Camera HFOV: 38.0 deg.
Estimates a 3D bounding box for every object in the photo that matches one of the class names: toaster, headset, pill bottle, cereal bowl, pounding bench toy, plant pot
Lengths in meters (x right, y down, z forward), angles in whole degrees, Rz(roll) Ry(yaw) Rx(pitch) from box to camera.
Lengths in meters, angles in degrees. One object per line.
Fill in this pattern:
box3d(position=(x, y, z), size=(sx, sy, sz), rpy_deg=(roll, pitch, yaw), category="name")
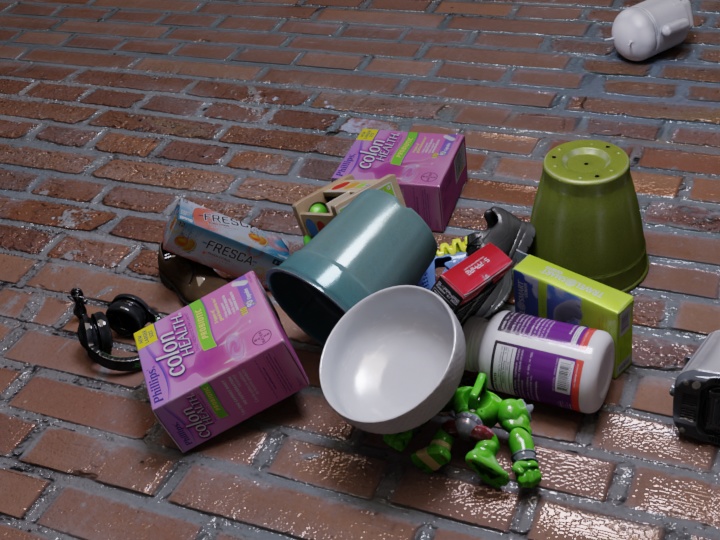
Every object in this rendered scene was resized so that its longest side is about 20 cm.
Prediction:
box3d(position=(0.503, 0.154, 1.327), size=(0.199, 0.114, 0.129), rpy_deg=(12, 38, 29), category="toaster")
box3d(position=(-0.392, 0.093, 1.650), size=(0.200, 0.094, 0.123), rpy_deg=(37, 49, 26), category="headset")
box3d(position=(0.238, 0.120, 1.428), size=(0.199, 0.113, 0.113), rpy_deg=(12, 40, 26), category="pill bottle")
box3d(position=(0.050, 0.123, 1.343), size=(0.199, 0.083, 0.201), rpy_deg=(-19, 49, 23), category="cereal bowl")
box3d(position=(-0.042, -0.060, 1.691), size=(0.199, 0.125, 0.156), rpy_deg=(-31, 20, -28), category="pounding bench toy")
box3d(position=(0.349, -0.091, 1.624), size=(0.199, 0.194, 0.201), rpy_deg=(-6, 35, 4), category="plant pot")
box3d(position=(0.000, 0.000, 1.525), size=(0.200, 0.201, 0.196), rpy_deg=(25, 64, 37), category="plant pot")

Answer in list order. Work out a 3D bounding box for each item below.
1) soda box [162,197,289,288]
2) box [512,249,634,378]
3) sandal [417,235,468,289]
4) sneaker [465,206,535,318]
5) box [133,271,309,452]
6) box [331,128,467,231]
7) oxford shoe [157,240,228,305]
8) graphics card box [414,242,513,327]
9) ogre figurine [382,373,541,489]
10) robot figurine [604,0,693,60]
box3d(position=(-0.217, -0.042, 1.696), size=(0.199, 0.069, 0.064), rpy_deg=(22, 30, -21), category="soda box")
box3d(position=(0.292, 0.059, 1.491), size=(0.199, 0.123, 0.048), rpy_deg=(26, 48, 38), category="box")
box3d(position=(0.113, 0.009, 1.642), size=(0.199, 0.080, 0.088), rpy_deg=(-16, 73, 8), category="sandal")
box3d(position=(0.191, -0.009, 1.587), size=(0.076, 0.091, 0.201), rpy_deg=(-33, 27, 56), category="sneaker")
box3d(position=(-0.199, 0.124, 1.476), size=(0.199, 0.097, 0.176), rpy_deg=(-28, 38, -2), category="box")
box3d(position=(0.073, -0.164, 1.864), size=(0.199, 0.097, 0.176), rpy_deg=(6, 38, 20), category="box")
box3d(position=(-0.275, 0.006, 1.714), size=(0.199, 0.085, 0.073), rpy_deg=(28, 47, 37), category="oxford shoe")
box3d(position=(0.119, 0.060, 1.451), size=(0.051, 0.200, 0.125), rpy_deg=(44, 44, 15), category="graphics card box")
box3d(position=(0.144, 0.204, 1.347), size=(0.199, 0.098, 0.120), rpy_deg=(0, 46, 32), category="ogre figurine")
box3d(position=(0.615, -0.515, 2.219), size=(0.199, 0.114, 0.169), rpy_deg=(-26, 19, -23), category="robot figurine")
